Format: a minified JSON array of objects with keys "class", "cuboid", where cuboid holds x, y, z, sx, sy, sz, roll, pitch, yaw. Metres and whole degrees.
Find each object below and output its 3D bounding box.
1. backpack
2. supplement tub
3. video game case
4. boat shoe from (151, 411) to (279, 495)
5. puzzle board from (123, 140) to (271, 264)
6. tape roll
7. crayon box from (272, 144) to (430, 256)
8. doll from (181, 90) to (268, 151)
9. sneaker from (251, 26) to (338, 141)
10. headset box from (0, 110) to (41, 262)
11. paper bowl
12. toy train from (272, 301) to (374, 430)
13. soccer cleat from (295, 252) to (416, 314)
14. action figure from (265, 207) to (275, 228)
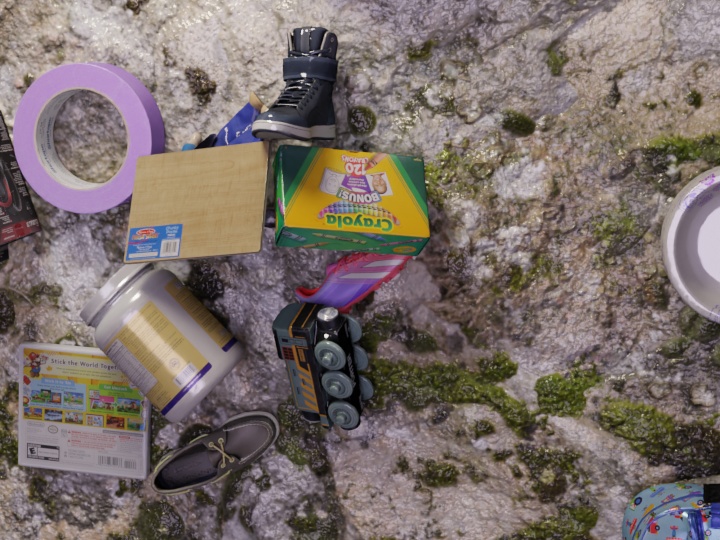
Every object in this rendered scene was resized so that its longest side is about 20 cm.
[{"class":"backpack","cuboid":[0.448,0.376,1.672,0.196,0.135,0.186,-1,99,11]},{"class":"supplement tub","cuboid":[-0.271,0.091,1.721,0.145,0.145,0.200,-44,91,13]},{"class":"video game case","cuboid":[-0.399,0.202,1.822,0.196,0.023,0.185,5,101,8]},{"class":"boat shoe","cuboid":[-0.206,0.263,1.784,0.200,0.060,0.073,-26,95,12]},{"class":"puzzle board","cuboid":[-0.209,-0.085,1.624,0.197,0.017,0.153,-5,69,21]},{"class":"tape roll","cuboid":[-0.372,-0.182,1.730,0.197,0.066,0.204,1,100,7]},{"class":"crayon box","cuboid":[-0.013,-0.090,1.634,0.197,0.058,0.121,4,64,-16]},{"class":"doll","cuboid":[-0.199,-0.152,1.687,0.199,0.137,0.049,-41,136,1]},{"class":"sneaker","cuboid":[-0.083,-0.239,1.610,0.076,0.202,0.149,6,99,16]},{"class":"headset box","cuboid":[-0.520,-0.109,1.721,0.074,0.149,0.203,-16,98,12]},{"class":"paper bowl","cuboid":[0.484,-0.036,1.609,0.197,0.104,0.204,2,101,8]},{"class":"toy train","cuboid":[-0.051,0.131,1.707,0.112,0.086,0.202,7,130,23]},{"class":"soccer cleat","cuboid":[0.000,0.000,1.708,0.199,0.067,0.077,-40,94,16]},{"class":"action figure","cuboid":[-0.138,-0.073,1.687,0.196,0.130,0.071,-1,95,-6]}]
